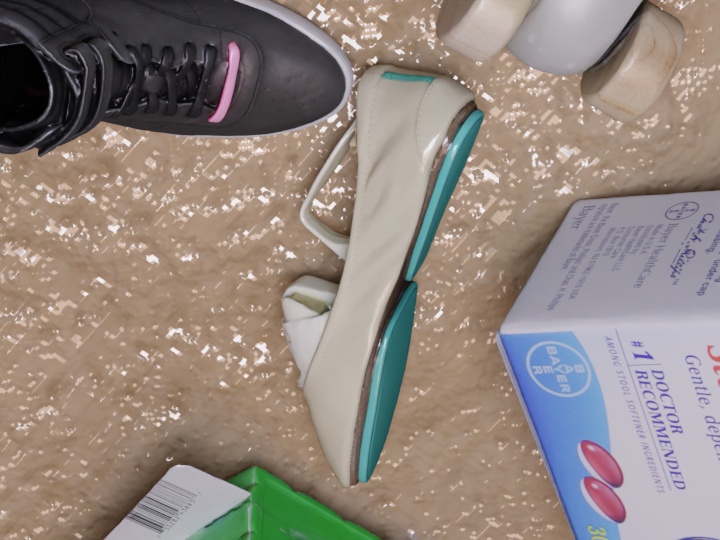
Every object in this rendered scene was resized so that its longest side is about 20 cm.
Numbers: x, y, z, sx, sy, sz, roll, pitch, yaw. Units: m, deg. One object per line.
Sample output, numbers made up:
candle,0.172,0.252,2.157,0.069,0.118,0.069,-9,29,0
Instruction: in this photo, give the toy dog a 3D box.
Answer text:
toy dog,0.109,-0.156,1.180,0.200,0.096,0.132,-42,112,0

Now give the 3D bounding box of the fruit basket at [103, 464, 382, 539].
fruit basket,-0.066,0.186,1.348,0.185,0.094,0.200,31,127,-19

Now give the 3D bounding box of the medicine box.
medicine box,0.188,0.064,1.239,0.200,0.103,0.182,-3,123,31

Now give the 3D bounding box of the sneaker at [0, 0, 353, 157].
sneaker,-0.098,-0.077,1.183,0.200,0.099,0.071,10,115,-12

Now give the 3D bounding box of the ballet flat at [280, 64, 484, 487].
ballet flat,0.000,0.000,1.260,0.069,0.069,0.200,11,115,-11
